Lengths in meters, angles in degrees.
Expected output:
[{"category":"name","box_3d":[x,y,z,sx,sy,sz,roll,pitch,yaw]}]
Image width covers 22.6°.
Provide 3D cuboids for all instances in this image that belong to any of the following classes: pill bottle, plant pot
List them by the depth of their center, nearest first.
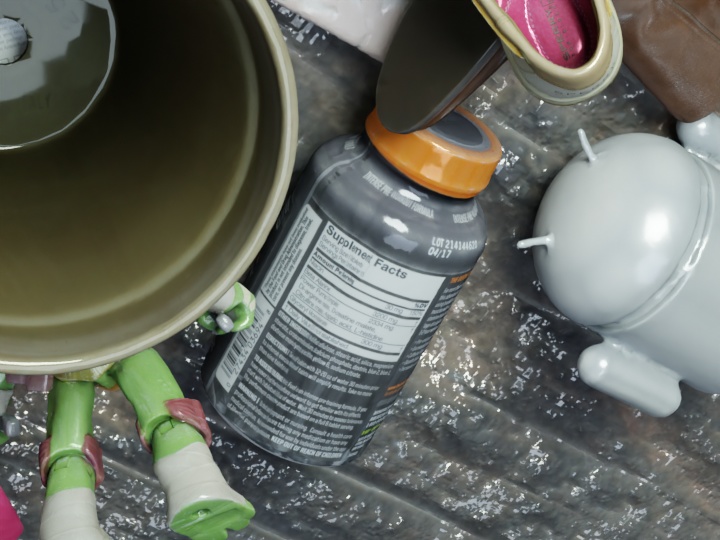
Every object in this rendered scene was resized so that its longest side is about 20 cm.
[{"category":"plant pot","box_3d":[-0.144,-0.079,0.776,0.199,0.174,0.201,-6,112,-17]},{"category":"pill bottle","box_3d":[0.000,0.000,0.971,0.106,0.106,0.200,18,117,-24]}]

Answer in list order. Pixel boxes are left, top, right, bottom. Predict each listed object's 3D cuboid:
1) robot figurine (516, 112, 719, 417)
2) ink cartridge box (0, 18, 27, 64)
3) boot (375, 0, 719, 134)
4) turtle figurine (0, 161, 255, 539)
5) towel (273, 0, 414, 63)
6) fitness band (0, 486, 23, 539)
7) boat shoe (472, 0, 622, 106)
[{"category":"robot figurine","box_3d":[0.178,-0.004,1.008,0.200,0.113,0.170,27,78,-29]},{"category":"ink cartridge box","box_3d":[-0.230,-0.108,0.879,0.199,0.044,0.174,-15,127,-5]},{"category":"boot","box_3d":[0.125,-0.112,0.931,0.186,0.064,0.200,-49,137,13]},{"category":"turtle figurine","box_3d":[-0.121,0.061,0.912,0.144,0.194,0.200,-1,147,-25]},{"category":"towel","box_3d":[0.026,-0.206,0.885,0.191,0.032,0.200,26,113,-27]},{"category":"fitness band","box_3d":[-0.243,0.072,0.936,0.037,0.144,0.200,-42,131,-20]},{"category":"boat shoe","box_3d":[0.064,-0.170,0.807,0.074,0.069,0.200,-29,90,4]}]
